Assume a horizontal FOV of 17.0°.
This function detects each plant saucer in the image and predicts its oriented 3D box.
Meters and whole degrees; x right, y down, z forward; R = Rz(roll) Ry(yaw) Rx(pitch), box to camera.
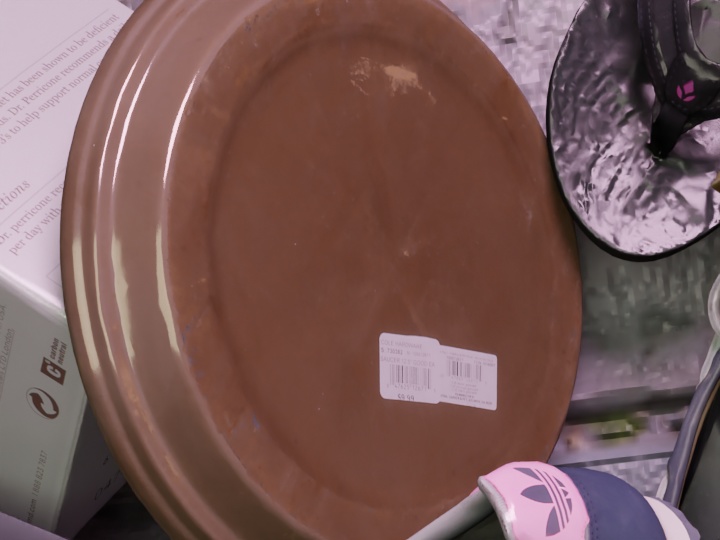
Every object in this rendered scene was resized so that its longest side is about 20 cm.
[{"bbox_3d":[0.000,0.000,0.697,0.029,0.200,0.201,-10,84,44],"label":"plant saucer"}]

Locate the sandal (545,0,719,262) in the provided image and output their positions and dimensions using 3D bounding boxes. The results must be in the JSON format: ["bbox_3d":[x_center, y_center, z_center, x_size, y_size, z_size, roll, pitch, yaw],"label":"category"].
[{"bbox_3d":[0.119,-0.097,0.728,0.075,0.048,0.201,31,85,7],"label":"sandal"}]

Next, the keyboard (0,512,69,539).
[{"bbox_3d":[-0.152,0.116,0.674,0.200,0.021,0.127,17,82,26],"label":"keyboard"}]

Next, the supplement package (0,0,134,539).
[{"bbox_3d":[-0.134,-0.027,0.743,0.200,0.117,0.117,34,139,13],"label":"supplement package"}]

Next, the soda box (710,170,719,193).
[{"bbox_3d":[0.203,0.004,0.672,0.200,0.068,0.064,36,70,-4],"label":"soda box"}]

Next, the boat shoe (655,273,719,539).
[{"bbox_3d":[0.137,0.028,0.724,0.075,0.062,0.200,30,94,12],"label":"boat shoe"}]

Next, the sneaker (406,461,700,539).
[{"bbox_3d":[-0.003,0.120,0.660,0.200,0.082,0.070,-46,48,16],"label":"sneaker"}]
